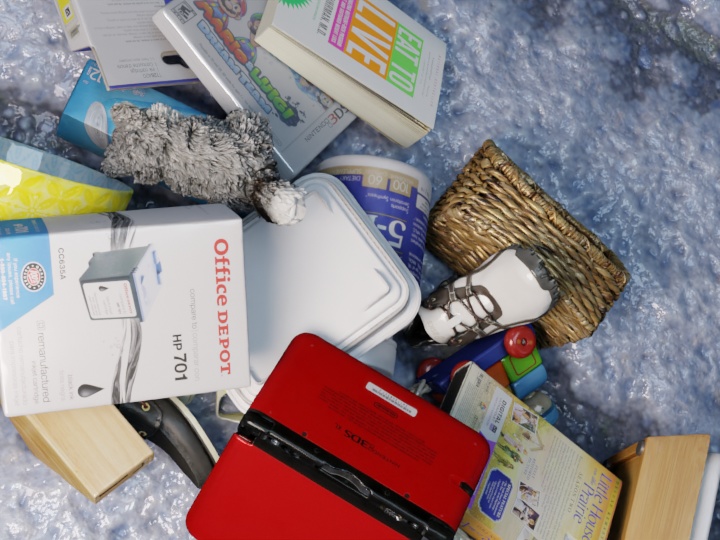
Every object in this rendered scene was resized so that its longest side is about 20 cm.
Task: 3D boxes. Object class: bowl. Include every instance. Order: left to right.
[{"bbox_3d":[-0.310,-0.052,1.149,0.200,0.200,0.108,17,96,-15],"label":"bowl"}]

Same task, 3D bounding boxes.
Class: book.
[{"bbox_3d":[-0.005,-0.233,1.331,0.200,0.048,0.134,31,52,-25],"label":"book"}]

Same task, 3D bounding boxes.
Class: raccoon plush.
[{"bbox_3d":[-0.141,-0.100,1.139,0.134,0.200,0.097,6,96,-29],"label":"raccoon plush"}]

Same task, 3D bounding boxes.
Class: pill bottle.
[{"bbox_3d":[0.000,0.000,1.267,0.120,0.120,0.200,12,73,-16],"label":"pill bottle"}]

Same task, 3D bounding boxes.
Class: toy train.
[{"bbox_3d":[0.104,0.141,1.298,0.200,0.085,0.116,-32,102,-23],"label":"toy train"}]

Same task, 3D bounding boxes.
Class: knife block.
[{"bbox_3d":[-0.278,0.092,1.122,0.064,0.200,0.176,-38,121,-23],"label":"knife block"}]

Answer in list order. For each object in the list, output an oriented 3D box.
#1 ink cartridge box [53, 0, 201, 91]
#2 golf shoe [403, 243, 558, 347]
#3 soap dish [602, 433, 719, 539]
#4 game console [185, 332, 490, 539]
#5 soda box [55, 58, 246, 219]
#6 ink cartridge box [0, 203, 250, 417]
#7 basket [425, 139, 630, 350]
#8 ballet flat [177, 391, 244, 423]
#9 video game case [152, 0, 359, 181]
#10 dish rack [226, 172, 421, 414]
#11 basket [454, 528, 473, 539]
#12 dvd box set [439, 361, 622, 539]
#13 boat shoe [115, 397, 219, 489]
[{"bbox_3d":[-0.203,-0.266,1.272,0.198,0.047,0.200,-13,82,-42],"label":"ink cartridge box"},{"bbox_3d":[0.112,0.038,1.251,0.094,0.200,0.078,-33,89,-28],"label":"golf shoe"},{"bbox_3d":[0.277,0.263,1.286,0.081,0.157,0.200,18,71,-2],"label":"soap dish"},{"bbox_3d":[-0.017,0.183,1.121,0.200,0.119,0.172,31,48,0],"label":"game console"},{"bbox_3d":[-0.186,-0.123,1.258,0.200,0.068,0.064,25,70,-13],"label":"soda box"},{"bbox_3d":[-0.196,0.029,1.063,0.200,0.086,0.147,-6,101,-16],"label":"ink cartridge box"},{"bbox_3d":[0.184,-0.041,1.329,0.200,0.143,0.149,43,68,-6],"label":"basket"},{"bbox_3d":[-0.137,0.102,1.230,0.200,0.067,0.067,21,100,-15],"label":"ballet flat"},{"bbox_3d":[-0.089,-0.207,1.287,0.200,0.024,0.182,51,41,-9],"label":"video game case"},{"bbox_3d":[-0.064,0.018,1.181,0.200,0.044,0.172,-36,79,-5],"label":"dish rack"},{"bbox_3d":[0.052,0.291,1.199,0.200,0.136,0.123,36,76,-8],"label":"basket"},{"bbox_3d":[0.148,0.198,1.213,0.200,0.029,0.146,38,49,-13],"label":"dvd box set"},{"bbox_3d":[-0.203,0.123,1.189,0.063,0.074,0.201,-41,92,-26],"label":"boat shoe"}]
